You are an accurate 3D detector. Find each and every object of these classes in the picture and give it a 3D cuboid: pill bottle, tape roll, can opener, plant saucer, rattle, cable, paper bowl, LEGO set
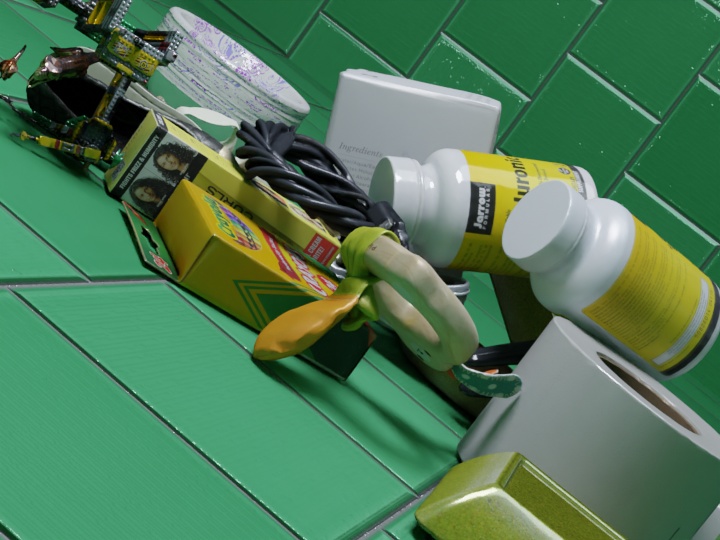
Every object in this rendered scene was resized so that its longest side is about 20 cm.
[{"bbox_3d":[0.221,0.006,1.399,0.200,0.112,0.112,35,9,-29],"label":"pill bottle"},{"bbox_3d":[0.198,0.153,1.308,0.202,0.139,0.203,36,9,-7],"label":"tape roll"},{"bbox_3d":[0.176,0.088,1.451,0.199,0.064,0.078,5,-2,-27],"label":"can opener"},{"bbox_3d":[0.143,0.200,1.111,0.199,0.048,0.200,38,9,7],"label":"plant saucer"},{"bbox_3d":[0.106,0.102,1.538,0.200,0.036,0.200,36,10,-7],"label":"plant saucer"},{"bbox_3d":[0.028,0.074,1.213,0.130,0.143,0.200,14,-31,33],"label":"rattle"},{"bbox_3d":[0.111,-0.053,1.469,0.198,0.112,0.111,6,20,-17],"label":"pill bottle"},{"bbox_3d":[-0.044,-0.073,1.380,0.163,0.051,0.200,26,17,-30],"label":"cable"},{"bbox_3d":[-0.165,-0.206,1.832,0.200,0.105,0.201,37,9,-6],"label":"paper bowl"},{"bbox_3d":[0.166,0.032,1.627,0.200,0.048,0.201,66,9,-66],"label":"plant saucer"},{"bbox_3d":[-0.237,-0.172,1.241,0.200,0.154,0.116,41,-11,-25],"label":"LEGO set"}]

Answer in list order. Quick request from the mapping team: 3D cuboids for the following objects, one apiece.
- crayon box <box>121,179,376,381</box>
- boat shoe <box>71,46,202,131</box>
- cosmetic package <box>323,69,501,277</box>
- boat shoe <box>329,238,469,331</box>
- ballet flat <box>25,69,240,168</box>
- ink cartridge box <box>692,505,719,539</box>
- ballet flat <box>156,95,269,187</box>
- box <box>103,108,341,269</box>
[{"bbox_3d":[-0.090,-0.001,1.264,0.199,0.051,0.127,32,11,-28],"label":"crayon box"},{"bbox_3d":[-0.190,-0.122,1.415,0.201,0.072,0.061,44,-2,-4],"label":"boat shoe"},{"bbox_3d":[0.043,-0.091,1.611,0.164,0.202,0.165,13,9,3],"label":"cosmetic package"},{"bbox_3d":[0.000,0.001,1.454,0.201,0.065,0.074,24,22,4],"label":"boat shoe"},{"bbox_3d":[-0.194,-0.114,1.352,0.199,0.067,0.057,24,-9,-11],"label":"ballet flat"},{"bbox_3d":[0.277,0.213,1.477,0.200,0.084,0.145,38,9,8],"label":"ink cartridge box"},{"bbox_3d":[-0.136,-0.110,1.557,0.199,0.075,0.068,31,10,-36],"label":"ballet flat"},{"bbox_3d":[-0.116,-0.050,1.345,0.199,0.075,0.050,34,10,-25],"label":"box"}]
